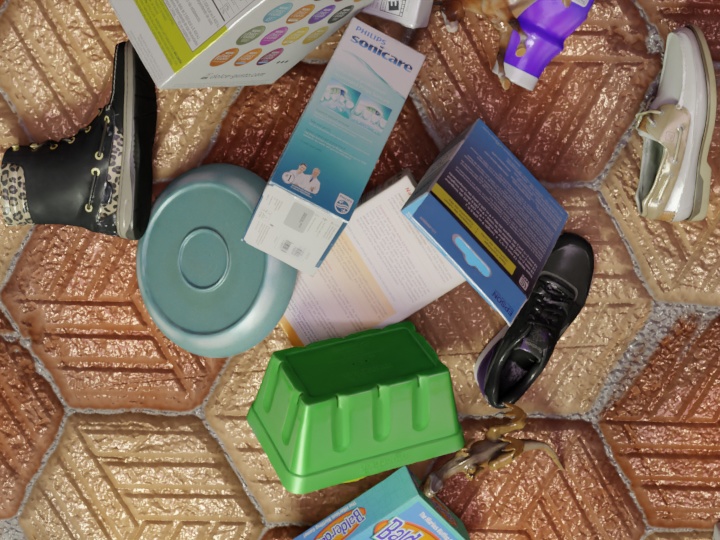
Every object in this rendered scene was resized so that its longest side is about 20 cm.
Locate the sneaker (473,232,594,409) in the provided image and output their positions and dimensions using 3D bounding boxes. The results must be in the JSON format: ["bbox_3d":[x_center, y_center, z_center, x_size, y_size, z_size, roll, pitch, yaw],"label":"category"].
[{"bbox_3d":[0.192,0.059,1.305,0.075,0.088,0.201,26,100,-4],"label":"sneaker"}]

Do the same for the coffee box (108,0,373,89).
[{"bbox_3d":[-0.111,-0.304,1.132,0.197,0.199,0.201,-33,84,28],"label":"coffee box"}]

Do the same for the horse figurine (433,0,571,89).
[{"bbox_3d":[0.164,-0.271,1.183,0.050,0.133,0.200,21,129,-37],"label":"horse figurine"}]

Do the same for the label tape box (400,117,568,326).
[{"bbox_3d":[0.116,-0.041,1.230,0.143,0.200,0.066,46,132,-9],"label":"label tape box"}]

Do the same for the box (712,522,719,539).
[{"bbox_3d":[0.480,0.391,1.312,0.198,0.199,0.173,7,101,-1],"label":"box"}]

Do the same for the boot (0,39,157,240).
[{"bbox_3d":[-0.292,-0.136,1.279,0.152,0.073,0.206,2,92,9],"label":"boot"}]

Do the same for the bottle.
[{"bbox_3d":[0.196,-0.282,1.246,0.083,0.065,0.201,25,101,4],"label":"bottle"}]

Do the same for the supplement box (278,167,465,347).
[{"bbox_3d":[0.000,0.000,1.301,0.199,0.074,0.127,-32,99,8],"label":"supplement box"}]

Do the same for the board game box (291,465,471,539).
[{"bbox_3d":[0.006,0.310,1.340,0.199,0.045,0.152,-35,135,7],"label":"board game box"}]

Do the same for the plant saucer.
[{"bbox_3d":[-0.156,-0.011,1.279,0.198,0.027,0.202,-1,88,28],"label":"plant saucer"}]

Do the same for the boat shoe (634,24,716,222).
[{"bbox_3d":[0.319,-0.147,1.269,0.068,0.075,0.202,-4,102,-4],"label":"boat shoe"}]

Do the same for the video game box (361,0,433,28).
[{"bbox_3d":[0.002,-0.356,1.203,0.181,0.047,0.202,20,109,18],"label":"video game box"}]

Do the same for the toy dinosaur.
[{"bbox_3d":[0.149,0.186,1.305,0.198,0.106,0.061,-9,63,-28],"label":"toy dinosaur"}]

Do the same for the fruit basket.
[{"bbox_3d":[-0.010,0.166,1.278,0.214,0.156,0.217,-15,128,-20],"label":"fruit basket"}]

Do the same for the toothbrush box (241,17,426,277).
[{"bbox_3d":[-0.027,-0.117,1.200,0.085,0.147,0.201,26,64,-5],"label":"toothbrush box"}]
